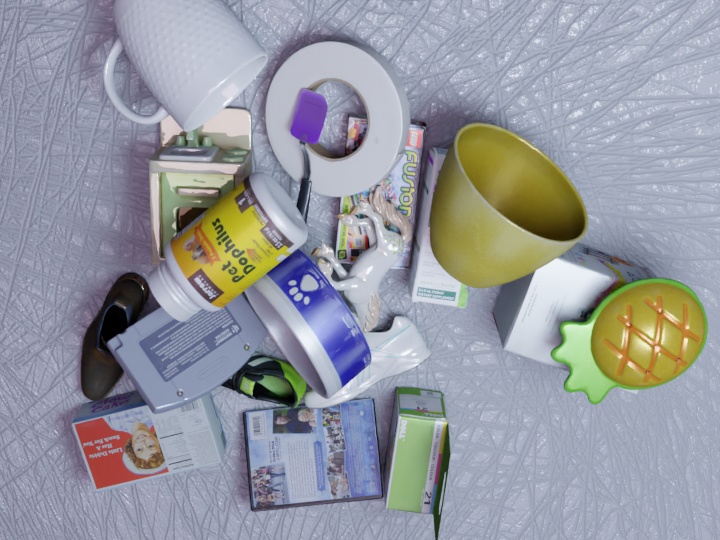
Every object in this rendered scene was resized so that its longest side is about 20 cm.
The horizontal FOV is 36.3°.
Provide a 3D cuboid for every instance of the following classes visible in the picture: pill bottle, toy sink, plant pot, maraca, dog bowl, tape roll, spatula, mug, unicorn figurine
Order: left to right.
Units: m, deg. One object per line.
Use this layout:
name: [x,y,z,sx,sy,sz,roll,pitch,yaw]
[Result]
mug: [-0.246,-0.277,1.409,0.199,0.148,0.176,-41,91,14]
toy sink: [-0.212,-0.111,1.473,0.128,0.112,0.204,3,106,-1]
pill bottle: [-0.171,-0.025,1.388,0.199,0.109,0.110,-37,103,11]
spatula: [-0.073,-0.134,1.452,0.056,0.020,0.204,22,117,37]
dog bowl: [-0.073,0.068,1.473,0.078,0.200,0.202,-36,104,-13]
tape roll: [-0.030,-0.200,1.451,0.199,0.037,0.207,5,106,20]
unicorn figurine: [0.000,0.000,1.483,0.137,0.074,0.200,38,100,-23]
plant pot: [0.164,-0.062,1.377,0.198,0.201,0.143,31,126,-8]
maraca: [0.338,0.088,1.375,0.197,0.107,0.139,-24,97,7]

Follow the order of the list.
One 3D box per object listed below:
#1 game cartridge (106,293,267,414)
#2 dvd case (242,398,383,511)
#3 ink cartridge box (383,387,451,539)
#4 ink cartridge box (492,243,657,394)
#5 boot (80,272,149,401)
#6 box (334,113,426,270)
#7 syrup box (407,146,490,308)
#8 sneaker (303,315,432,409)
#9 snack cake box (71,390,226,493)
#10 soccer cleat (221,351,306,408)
game cartridge: [-0.230,0.102,1.503,0.199,0.041,0.134,-34,81,-30]
dvd case: [-0.070,0.269,1.604,0.196,0.018,0.146,-6,84,2]
ink cartridge box: [0.078,0.272,1.534,0.074,0.200,0.151,7,106,-1]
ink cartridge box: [0.301,0.052,1.497,0.197,0.146,0.147,19,106,-6]
boot: [-0.360,0.106,1.546,0.073,0.097,0.203,20,105,-5]
box: [0.026,-0.107,1.511,0.108,0.035,0.204,5,106,-1]
syrup box: [0.119,-0.060,1.500,0.077,0.082,0.204,7,107,-5]
sneaker: [0.001,0.133,1.572,0.198,0.070,0.081,-29,89,6]
snack cake box: [-0.305,0.238,1.600,0.196,0.067,0.117,-14,108,5]
soccer cleat: [-0.172,0.144,1.563,0.196,0.081,0.069,17,106,-4]
